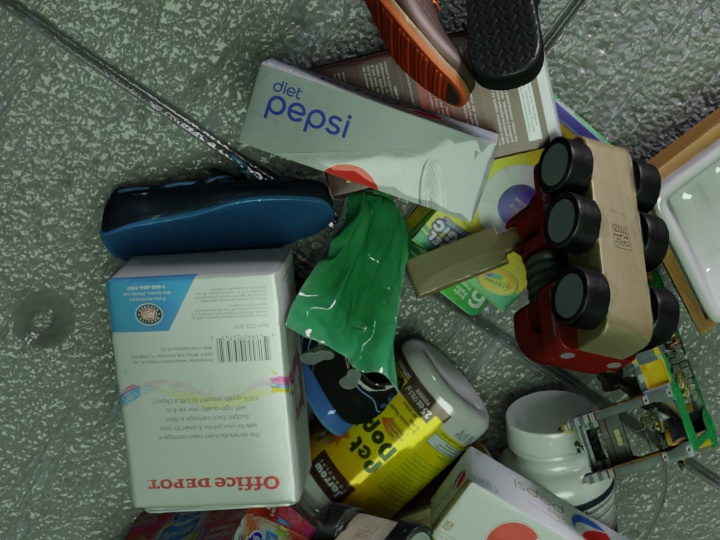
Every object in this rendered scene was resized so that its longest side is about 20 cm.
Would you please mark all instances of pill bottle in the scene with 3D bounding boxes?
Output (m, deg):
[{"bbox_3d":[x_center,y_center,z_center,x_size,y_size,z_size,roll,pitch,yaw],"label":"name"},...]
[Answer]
[{"bbox_3d":[0.184,0.220,1.456,0.110,0.111,0.202,-9,113,-4],"label":"pill bottle"},{"bbox_3d":[0.013,0.164,1.410,0.200,0.109,0.109,-44,111,11],"label":"pill bottle"}]

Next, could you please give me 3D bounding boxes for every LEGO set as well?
[{"bbox_3d":[0.227,0.099,1.377,0.115,0.154,0.202,-20,94,21],"label":"LEGO set"}]

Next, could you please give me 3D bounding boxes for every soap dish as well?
[{"bbox_3d":[0.332,-0.067,1.354,0.199,0.081,0.158,-36,114,-9],"label":"soap dish"}]

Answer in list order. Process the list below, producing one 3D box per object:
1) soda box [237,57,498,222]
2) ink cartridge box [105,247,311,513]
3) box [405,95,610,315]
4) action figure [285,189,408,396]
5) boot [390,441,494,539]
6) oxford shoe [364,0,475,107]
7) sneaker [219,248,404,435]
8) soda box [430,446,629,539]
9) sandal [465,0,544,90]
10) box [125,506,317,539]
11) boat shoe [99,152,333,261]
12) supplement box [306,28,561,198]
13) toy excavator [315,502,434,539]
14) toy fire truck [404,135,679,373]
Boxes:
[{"bbox_3d":[0.007,-0.105,1.240,0.198,0.063,0.069,20,103,2],"label":"soda box"},{"bbox_3d":[-0.122,0.091,1.292,0.143,0.085,0.202,-3,104,7],"label":"ink cartridge box"},{"bbox_3d":[0.129,-0.056,1.369,0.117,0.048,0.200,36,105,-19],"label":"box"},{"bbox_3d":[0.000,0.000,1.304,0.118,0.201,0.054,36,138,-25],"label":"action figure"},{"bbox_3d":[0.088,0.259,1.469,0.155,0.073,0.200,40,115,-20],"label":"boot"},{"bbox_3d":[0.040,-0.219,1.232,0.072,0.071,0.201,-32,76,-11],"label":"oxford shoe"},{"bbox_3d":[-0.040,0.042,1.347,0.078,0.070,0.201,-34,91,18],"label":"sneaker"},{"bbox_3d":[0.160,0.241,1.370,0.199,0.064,0.068,31,111,-10],"label":"soda box"},{"bbox_3d":[0.115,-0.219,1.242,0.074,0.202,0.048,-3,147,15],"label":"sandal"},{"bbox_3d":[-0.131,0.268,1.388,0.100,0.096,0.199,44,140,-21],"label":"box"},{"bbox_3d":[-0.123,-0.062,1.312,0.198,0.069,0.085,-3,143,-3],"label":"boat shoe"},{"bbox_3d":[0.060,-0.137,1.292,0.198,0.061,0.110,-12,100,6],"label":"supplement box"},{"bbox_3d":[0.035,0.291,1.352,0.099,0.194,0.202,7,128,38],"label":"toy excavator"},{"bbox_3d":[0.142,0.005,1.278,0.128,0.178,0.200,12,150,-28],"label":"toy fire truck"}]
